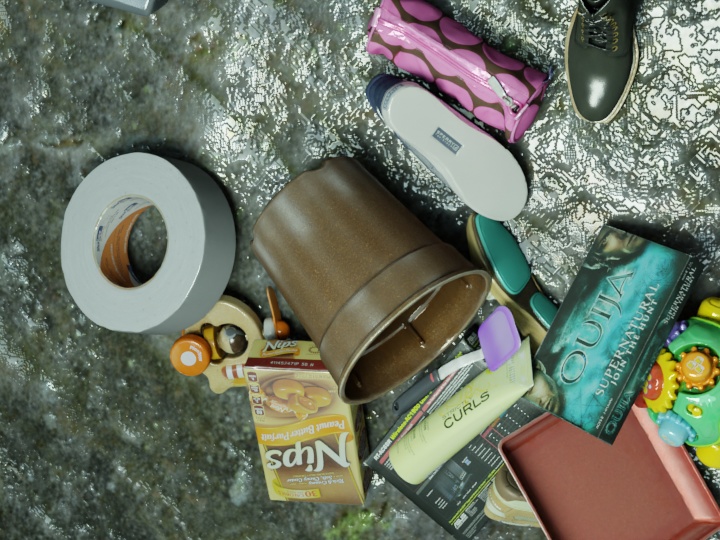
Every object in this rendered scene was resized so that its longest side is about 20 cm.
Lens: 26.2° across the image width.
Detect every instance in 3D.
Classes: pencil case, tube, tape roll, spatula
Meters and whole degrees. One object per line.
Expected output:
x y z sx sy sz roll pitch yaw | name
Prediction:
0.096 -0.213 1.581 0.199 0.094 0.091 31 114 9 | pencil case
0.111 0.150 1.636 0.200 0.052 0.058 -43 66 29 | tube
-0.239 -0.029 1.737 0.199 0.066 0.202 -3 84 28 | tape roll
0.098 0.103 1.640 0.200 0.020 0.057 -37 56 35 | spatula

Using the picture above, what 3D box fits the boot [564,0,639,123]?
0.227 -0.232 1.502 0.077 0.138 0.201 9 110 16 | boot

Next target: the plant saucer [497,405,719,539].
0.256 0.226 1.613 0.200 0.199 0.037 61 152 5 | plant saucer

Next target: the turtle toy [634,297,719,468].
0.321 0.099 1.562 0.100 0.200 0.147 3 118 -20 | turtle toy

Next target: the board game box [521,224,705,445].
0.248 0.061 1.560 0.135 0.028 0.201 25 87 54 | board game box

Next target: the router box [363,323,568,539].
0.120 0.183 1.710 0.150 0.062 0.200 39 115 4 | router box

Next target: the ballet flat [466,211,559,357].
0.162 0.031 1.649 0.063 0.069 0.200 -36 91 39 | ballet flat

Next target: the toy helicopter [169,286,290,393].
-0.113 0.108 1.779 0.132 0.079 0.200 -37 103 19 | toy helicopter

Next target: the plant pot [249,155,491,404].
0.000 0.000 1.623 0.198 0.200 0.201 50 117 21 | plant pot

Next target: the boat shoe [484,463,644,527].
0.228 0.253 1.669 0.199 0.072 0.076 12 131 -13 | boat shoe

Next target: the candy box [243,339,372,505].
-0.056 0.171 1.736 0.115 0.055 0.201 2 126 13 | candy box

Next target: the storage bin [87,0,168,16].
-0.257 -0.369 1.644 0.133 0.146 0.201 19 112 2 | storage bin

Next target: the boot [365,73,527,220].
0.092 -0.135 1.626 0.073 0.090 0.200 -46 115 3 | boot
